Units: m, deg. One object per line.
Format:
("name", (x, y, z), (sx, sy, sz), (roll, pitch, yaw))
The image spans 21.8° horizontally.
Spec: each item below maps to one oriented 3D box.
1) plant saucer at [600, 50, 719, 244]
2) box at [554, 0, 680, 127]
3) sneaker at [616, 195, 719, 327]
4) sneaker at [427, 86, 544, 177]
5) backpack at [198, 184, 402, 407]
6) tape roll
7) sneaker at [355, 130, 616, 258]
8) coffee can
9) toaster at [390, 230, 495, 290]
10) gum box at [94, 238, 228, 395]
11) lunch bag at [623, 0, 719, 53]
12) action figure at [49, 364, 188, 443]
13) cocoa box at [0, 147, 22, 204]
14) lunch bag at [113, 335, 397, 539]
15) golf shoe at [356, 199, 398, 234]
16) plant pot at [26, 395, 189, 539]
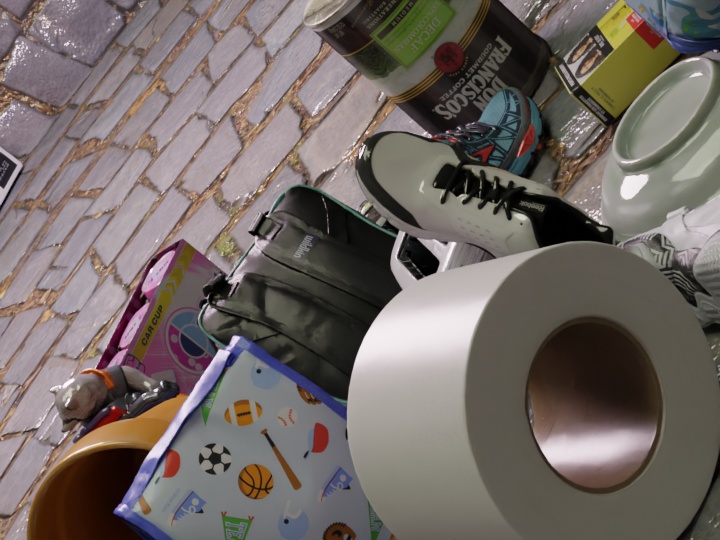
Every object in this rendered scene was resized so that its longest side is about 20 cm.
("plant saucer", (0.248, -0.109, 1.443), (0.200, 0.050, 0.201), (-43, 21, 21))
("box", (0.258, -0.219, 1.605), (0.200, 0.050, 0.075), (-45, 22, 15))
("sneaker", (0.253, -0.024, 1.264), (0.115, 0.075, 0.200), (-48, 15, -14))
("sneaker", (0.097, -0.100, 1.678), (0.079, 0.095, 0.201), (-22, 35, 51))
("backpack", (-0.010, 0.051, 1.544), (0.199, 0.154, 0.176), (21, 61, 30))
("tape roll", (0.109, 0.090, 1.184), (0.139, 0.202, 0.204), (-13, 42, 58))
("sneaker", (0.091, -0.047, 1.294), (0.080, 0.199, 0.074), (119, 177, -69))
("coffee can", (0.064, -0.230, 1.817), (0.146, 0.200, 0.147), (-42, 22, 22))
("toaster", (0.106, -0.006, 1.423), (0.115, 0.128, 0.200), (-67, 19, 11))
("gum box", (-0.197, 0.083, 1.960), (0.066, 0.113, 0.201), (-28, 31, 46))
("lunch bag", (0.272, -0.264, 1.477), (0.160, 0.083, 0.200), (-29, 45, -14))
("action figure", (-0.232, 0.155, 1.797), (0.199, 0.193, 0.105), (-37, 52, 16))
("cocoa box", (-0.737, -0.140, 3.435), (0.131, 0.133, 0.201), (-33, 26, 41))
("lunch bag", (-0.067, 0.170, 1.418), (0.171, 0.200, 0.124), (-57, 22, -14))
("golf shoe", (0.000, 0.000, 1.741), (0.201, 0.078, 0.094), (-54, 21, -5))
("plant pot", (-0.162, 0.201, 1.610), (0.200, 0.200, 0.183), (-42, 6, 22))
